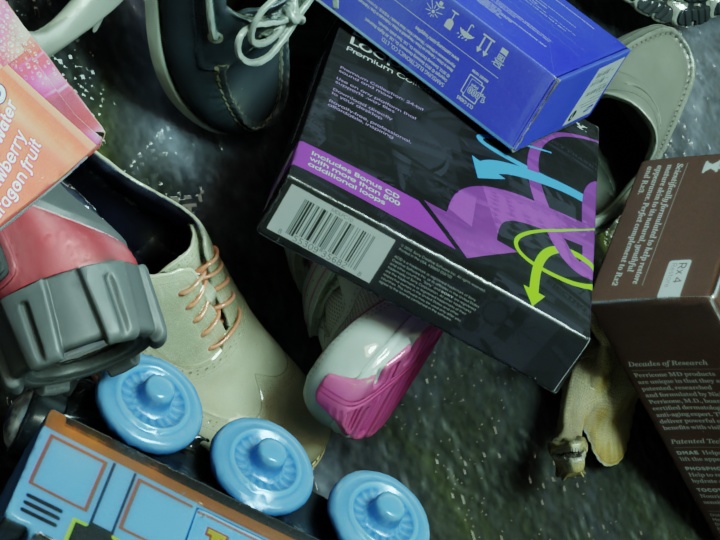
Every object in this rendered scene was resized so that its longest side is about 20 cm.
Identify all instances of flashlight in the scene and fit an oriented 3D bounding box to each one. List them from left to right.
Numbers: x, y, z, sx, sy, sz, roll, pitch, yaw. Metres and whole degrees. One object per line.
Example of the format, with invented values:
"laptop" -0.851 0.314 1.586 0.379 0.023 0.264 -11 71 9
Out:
"flashlight" -0.134 -0.055 0.761 0.067 0.068 0.202 -17 76 -6

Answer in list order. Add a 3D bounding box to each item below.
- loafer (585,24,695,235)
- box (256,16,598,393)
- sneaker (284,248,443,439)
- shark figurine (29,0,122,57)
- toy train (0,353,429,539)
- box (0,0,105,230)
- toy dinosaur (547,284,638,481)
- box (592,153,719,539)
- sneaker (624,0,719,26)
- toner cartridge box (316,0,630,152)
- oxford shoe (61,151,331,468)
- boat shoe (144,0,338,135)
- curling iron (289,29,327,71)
"loafer" 0.134 -0.069 1.045 0.070 0.070 0.200 48 50 -13
"box" 0.037 -0.042 0.877 0.142 0.036 0.200 28 28 -8
"sneaker" 0.000 0.000 0.898 0.088 0.082 0.200 30 31 -4
"shark figurine" -0.119 -0.145 0.876 0.127 0.090 0.216 1 59 -3
"toy train" -0.058 0.118 0.786 0.199 0.087 0.115 28 42 -10
"box" -0.191 -0.024 0.683 0.095 0.199 0.103 53 50 -9
"toy dinosaur" 0.130 0.047 1.021 0.199 0.058 0.102 -23 105 -54
"box" 0.193 0.047 0.999 0.201 0.074 0.101 60 43 -36
"sneaker" 0.192 -0.190 1.142 0.199 0.079 0.078 -12 121 -46
"toner cartridge box" 0.024 -0.139 0.932 0.200 0.043 0.095 39 27 15
"oxford shoe" -0.080 0.020 0.838 0.200 0.074 0.071 39 50 -21
"boat shoe" -0.052 -0.129 0.855 0.075 0.061 0.201 -56 153 -35
"curling iron" 0.011 -0.096 0.987 0.199 0.025 0.050 14 62 -34
